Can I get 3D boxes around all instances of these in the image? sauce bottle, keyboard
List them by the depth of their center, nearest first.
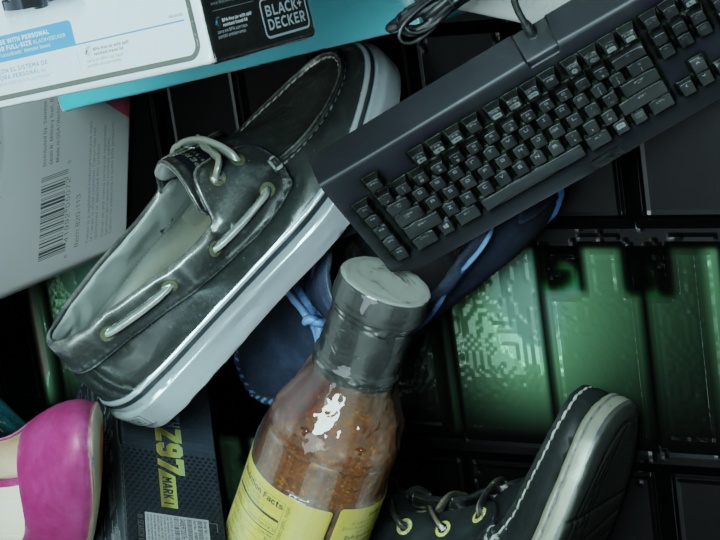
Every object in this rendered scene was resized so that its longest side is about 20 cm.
[{"bbox_3d":[0.071,-0.079,0.709,0.199,0.021,0.127,-31,131,11],"label":"keyboard"},{"bbox_3d":[-0.018,0.089,0.808,0.066,0.066,0.201,31,116,21],"label":"sauce bottle"}]

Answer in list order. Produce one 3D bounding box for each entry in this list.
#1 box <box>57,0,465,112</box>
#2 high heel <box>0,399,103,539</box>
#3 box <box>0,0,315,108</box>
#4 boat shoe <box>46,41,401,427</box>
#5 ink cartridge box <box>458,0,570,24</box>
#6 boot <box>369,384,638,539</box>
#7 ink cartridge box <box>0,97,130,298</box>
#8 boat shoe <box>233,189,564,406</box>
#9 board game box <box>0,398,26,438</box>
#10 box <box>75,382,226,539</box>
[{"bbox_3d":[-0.042,-0.118,0.818,0.199,0.082,0.049,-8,102,35],"label":"box"},{"bbox_3d":[-0.171,0.098,0.835,0.200,0.095,0.068,138,136,-67],"label":"high heel"},{"bbox_3d":[-0.097,-0.162,0.614,0.116,0.060,0.201,-5,102,36],"label":"box"},{"bbox_3d":[-0.058,-0.026,0.807,0.200,0.071,0.072,-55,35,-8],"label":"boat shoe"},{"bbox_3d":[0.050,-0.163,0.674,0.146,0.199,0.048,-59,42,32],"label":"ink cartridge box"},{"bbox_3d":[0.029,0.111,0.856,0.153,0.073,0.204,34,120,23],"label":"boot"},{"bbox_3d":[-0.198,-0.062,0.865,0.082,0.200,0.147,17,114,27],"label":"ink cartridge box"},{"bbox_3d":[0.000,0.000,0.838,0.084,0.069,0.200,51,125,9],"label":"boat shoe"},{"bbox_3d":[-0.244,0.052,0.944,0.135,0.200,0.028,42,91,14],"label":"board game box"},{"bbox_3d":[-0.112,0.131,0.885,0.051,0.201,0.158,11,125,-18],"label":"box"}]
